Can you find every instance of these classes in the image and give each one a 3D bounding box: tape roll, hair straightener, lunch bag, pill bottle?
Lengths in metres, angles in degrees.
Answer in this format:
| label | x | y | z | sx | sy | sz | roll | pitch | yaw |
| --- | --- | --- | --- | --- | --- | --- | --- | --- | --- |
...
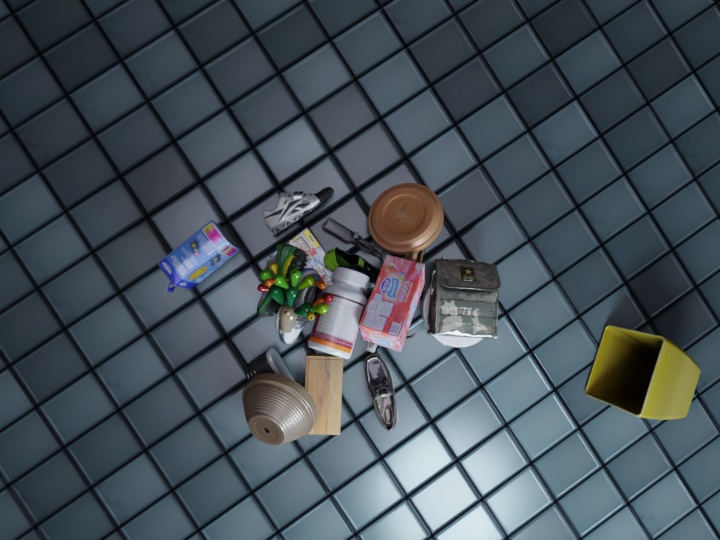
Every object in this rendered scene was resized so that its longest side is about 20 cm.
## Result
| label | x | y | z | sx | sy | sz | roll | pitch | yaw |
| --- | --- | --- | --- | --- | --- | --- | --- | --- | --- |
| tape roll | 0.262 | 0.104 | 1.364 | 0.200 | 0.037 | 0.206 | 0 | 90 | -4 |
| hair straightener | -0.013 | -0.074 | 1.329 | 0.199 | 0.077 | 0.041 | 36 | 85 | -2 |
| lunch bag | 0.261 | 0.068 | 1.291 | 0.162 | 0.118 | 0.203 | 5 | 83 | -4 |
| pill bottle | -0.048 | 0.101 | 1.226 | 0.108 | 0.110 | 0.202 | 17 | 80 | -3 |

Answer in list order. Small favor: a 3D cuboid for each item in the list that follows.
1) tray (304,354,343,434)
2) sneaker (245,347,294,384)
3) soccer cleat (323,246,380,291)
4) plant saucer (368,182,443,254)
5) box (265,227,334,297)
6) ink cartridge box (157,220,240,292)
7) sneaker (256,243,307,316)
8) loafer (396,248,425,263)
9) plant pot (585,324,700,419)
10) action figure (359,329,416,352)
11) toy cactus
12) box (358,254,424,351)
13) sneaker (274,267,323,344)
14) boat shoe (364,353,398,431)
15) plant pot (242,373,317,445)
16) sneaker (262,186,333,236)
| label | x | y | z | sx | sy | sz | roll | pitch | yaw |
| --- | --- | --- | --- | --- | --- | --- | --- | --- | --- |
| tray | -0.098 | 0.325 | 1.338 | 0.097 | 0.037 | 0.203 | 2 | 88 | -4 |
| sneaker | -0.227 | 0.305 | 1.320 | 0.098 | 0.071 | 0.202 | -23 | 101 | 14 |
| soccer cleat | 0.000 | 0.000 | 1.307 | 0.198 | 0.081 | 0.068 | 24 | 62 | -20 |
| plant saucer | 0.114 | -0.139 | 1.316 | 0.198 | 0.032 | 0.203 | -6 | 66 | 14 |
| box | -0.134 | 0.008 | 1.339 | 0.136 | 0.038 | 0.201 | -37 | 92 | -2 |
| ink cartridge box | -0.410 | -0.026 | 1.272 | 0.199 | 0.136 | 0.077 | -38 | 86 | -3 |
| sneaker | -0.209 | 0.026 | 1.289 | 0.085 | 0.078 | 0.201 | 30 | 95 | 31 |
| loafer | 0.127 | -0.014 | 1.330 | 0.072 | 0.072 | 0.203 | 7 | 90 | -31 |
| plant pot | 0.747 | 0.277 | 1.323 | 0.175 | 0.200 | 0.202 | 19 | 88 | -14 |
| action figure | 0.040 | 0.157 | 1.311 | 0.198 | 0.119 | 0.103 | 22 | 87 | 9 |
| toy cactus | -0.163 | 0.076 | 1.190 | 0.198 | 0.102 | 0.167 | 21 | 118 | 11 |
| box | 0.080 | 0.077 | 1.229 | 0.102 | 0.095 | 0.202 | 14 | 63 | 15 |
| sneaker | -0.146 | 0.097 | 1.262 | 0.077 | 0.085 | 0.202 | 16 | 100 | -41 |
| boat shoe | 0.058 | 0.320 | 1.333 | 0.071 | 0.065 | 0.202 | -12 | 89 | -2 |
| plant pot | -0.212 | 0.357 | 1.249 | 0.199 | 0.093 | 0.203 | 10 | 124 | 15 |
| sneaker | -0.165 | -0.177 | 1.322 | 0.199 | 0.074 | 0.089 | -32 | 93 | -4 |
